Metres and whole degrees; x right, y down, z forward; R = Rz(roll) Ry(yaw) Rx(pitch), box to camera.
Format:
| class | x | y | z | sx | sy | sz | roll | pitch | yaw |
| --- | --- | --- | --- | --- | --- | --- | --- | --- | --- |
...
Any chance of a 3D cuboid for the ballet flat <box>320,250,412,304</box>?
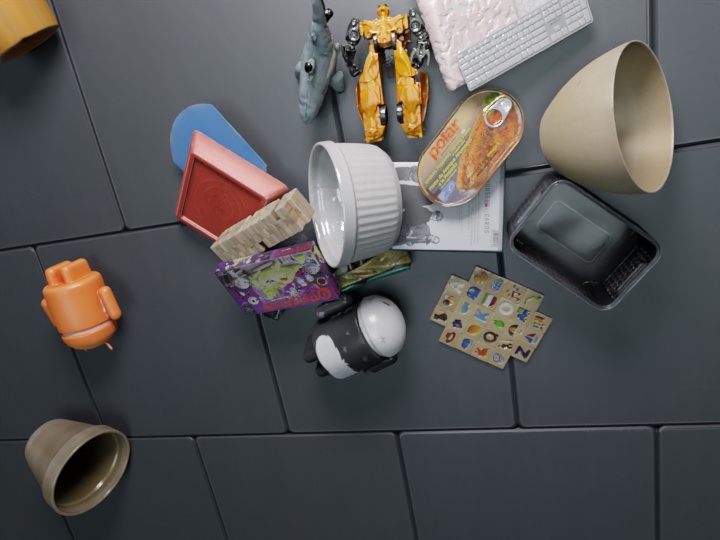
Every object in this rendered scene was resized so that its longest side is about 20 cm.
| class | x | y | z | sx | sy | sz | roll | pitch | yaw |
| --- | --- | --- | --- | --- | --- | --- | --- | --- | --- |
| ballet flat | 0.000 | 0.000 | 0.940 | 0.198 | 0.071 | 0.071 | -24 | 103 | 21 |

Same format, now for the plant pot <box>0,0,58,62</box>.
| class | x | y | z | sx | sy | sz | roll | pitch | yaw |
| --- | --- | --- | --- | --- | --- | --- | --- | --- | --- |
| plant pot | -0.631 | -0.469 | 0.858 | 0.199 | 0.201 | 0.184 | -22 | 118 | 20 |

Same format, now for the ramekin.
| class | x | y | z | sx | sy | sz | roll | pitch | yaw |
| --- | --- | --- | --- | --- | --- | --- | --- | --- | --- |
| ramekin | -0.010 | -0.111 | 0.829 | 0.104 | 0.200 | 0.202 | -9 | 111 | -18 |

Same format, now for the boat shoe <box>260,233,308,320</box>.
| class | x | y | z | sx | sy | sz | roll | pitch | yaw |
| --- | --- | --- | --- | --- | --- | --- | --- | --- | --- |
| boat shoe | -0.137 | 0.021 | 0.970 | 0.068 | 0.074 | 0.200 | 31 | 116 | -6 |

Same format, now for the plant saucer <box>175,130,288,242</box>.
| class | x | y | z | sx | sy | sz | roll | pitch | yaw |
| --- | --- | --- | --- | --- | --- | --- | --- | --- | --- |
| plant saucer | -0.252 | -0.121 | 0.939 | 0.199 | 0.037 | 0.200 | 31 | 129 | 0 |

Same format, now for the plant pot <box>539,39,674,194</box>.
| class | x | y | z | sx | sy | sz | roll | pitch | yaw |
| --- | --- | --- | --- | --- | --- | --- | --- | --- | --- |
| plant pot | 0.341 | -0.202 | 0.730 | 0.134 | 0.200 | 0.202 | -3 | 113 | 50 |

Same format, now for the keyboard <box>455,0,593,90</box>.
| class | x | y | z | sx | sy | sz | roll | pitch | yaw |
| --- | --- | --- | --- | --- | --- | --- | --- | --- | --- |
| keyboard | 0.237 | -0.337 | 0.738 | 0.199 | 0.011 | 0.057 | -28 | 105 | 8 |

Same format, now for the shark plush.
| class | x | y | z | sx | sy | sz | roll | pitch | yaw |
| --- | --- | --- | --- | --- | --- | --- | --- | --- | --- |
| shark plush | -0.061 | -0.324 | 0.785 | 0.090 | 0.084 | 0.200 | 27 | 147 | -4 |

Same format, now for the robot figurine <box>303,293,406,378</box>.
| class | x | y | z | sx | sy | sz | roll | pitch | yaw |
| --- | --- | --- | --- | --- | --- | --- | --- | --- | --- |
| robot figurine | -0.010 | 0.125 | 0.952 | 0.199 | 0.150 | 0.126 | -28 | 65 | 21 |

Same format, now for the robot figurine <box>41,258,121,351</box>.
| class | x | y | z | sx | sy | sz | roll | pitch | yaw |
| --- | --- | --- | --- | --- | --- | --- | --- | --- | --- |
| robot figurine | -0.591 | 0.080 | 1.077 | 0.143 | 0.116 | 0.202 | -20 | 108 | -22 |

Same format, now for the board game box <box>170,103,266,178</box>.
| class | x | y | z | sx | sy | sz | roll | pitch | yaw |
| --- | --- | --- | --- | --- | --- | --- | --- | --- | --- |
| board game box | -0.254 | -0.206 | 0.932 | 0.200 | 0.039 | 0.158 | 47 | 127 | -11 |

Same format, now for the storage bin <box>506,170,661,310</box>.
| class | x | y | z | sx | sy | sz | roll | pitch | yaw |
| --- | --- | --- | --- | --- | --- | --- | --- | --- | --- |
| storage bin | 0.350 | -0.051 | 0.817 | 0.199 | 0.094 | 0.136 | 34 | 113 | -1 |

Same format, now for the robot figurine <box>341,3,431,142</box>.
| class | x | y | z | sx | sy | sz | roll | pitch | yaw |
| --- | --- | --- | --- | --- | --- | --- | --- | --- | --- |
| robot figurine | 0.046 | -0.313 | 0.814 | 0.143 | 0.058 | 0.202 | -1 | 110 | 13 |

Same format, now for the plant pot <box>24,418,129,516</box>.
| class | x | y | z | sx | sy | sz | roll | pitch | yaw |
| --- | --- | --- | --- | --- | --- | --- | --- | --- | --- |
| plant pot | -0.687 | 0.443 | 1.205 | 0.172 | 0.200 | 0.202 | 17 | 113 | 24 |

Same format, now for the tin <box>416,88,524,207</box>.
| class | x | y | z | sx | sy | sz | roll | pitch | yaw |
| --- | --- | --- | --- | --- | --- | --- | --- | --- | --- |
| tin | 0.174 | -0.194 | 0.816 | 0.112 | 0.042 | 0.200 | 40 | 102 | 4 |

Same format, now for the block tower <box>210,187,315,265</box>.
| class | x | y | z | sx | sy | sz | roll | pitch | yaw |
| --- | --- | --- | --- | --- | --- | --- | --- | --- | --- |
| block tower | -0.176 | -0.069 | 0.887 | 0.199 | 0.054 | 0.058 | -26 | 117 | 29 |

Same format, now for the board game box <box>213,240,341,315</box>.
| class | x | y | z | sx | sy | sz | roll | pitch | yaw |
| --- | --- | --- | --- | --- | --- | --- | --- | --- | --- |
| board game box | -0.147 | 0.019 | 0.905 | 0.198 | 0.033 | 0.120 | -12 | 134 | 21 |

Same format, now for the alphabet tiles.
| class | x | y | z | sx | sy | sz | roll | pitch | yaw |
| --- | --- | --- | --- | --- | --- | --- | --- | --- | --- |
| alphabet tiles | 0.239 | 0.089 | 0.941 | 0.198 | 0.006 | 0.168 | 24 | 113 | 4 |

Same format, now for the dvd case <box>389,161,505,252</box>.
| class | x | y | z | sx | sy | sz | roll | pitch | yaw |
| --- | --- | --- | --- | --- | --- | --- | --- | --- | --- |
| dvd case | 0.140 | -0.108 | 0.860 | 0.198 | 0.025 | 0.152 | 2 | 92 | 12 |

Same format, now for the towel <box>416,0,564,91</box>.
| class | x | y | z | sx | sy | sz | roll | pitch | yaw |
| --- | --- | --- | --- | --- | --- | --- | --- | --- | --- |
| towel | 0.182 | -0.397 | 0.743 | 0.189 | 0.032 | 0.202 | -22 | 103 | 5 |
